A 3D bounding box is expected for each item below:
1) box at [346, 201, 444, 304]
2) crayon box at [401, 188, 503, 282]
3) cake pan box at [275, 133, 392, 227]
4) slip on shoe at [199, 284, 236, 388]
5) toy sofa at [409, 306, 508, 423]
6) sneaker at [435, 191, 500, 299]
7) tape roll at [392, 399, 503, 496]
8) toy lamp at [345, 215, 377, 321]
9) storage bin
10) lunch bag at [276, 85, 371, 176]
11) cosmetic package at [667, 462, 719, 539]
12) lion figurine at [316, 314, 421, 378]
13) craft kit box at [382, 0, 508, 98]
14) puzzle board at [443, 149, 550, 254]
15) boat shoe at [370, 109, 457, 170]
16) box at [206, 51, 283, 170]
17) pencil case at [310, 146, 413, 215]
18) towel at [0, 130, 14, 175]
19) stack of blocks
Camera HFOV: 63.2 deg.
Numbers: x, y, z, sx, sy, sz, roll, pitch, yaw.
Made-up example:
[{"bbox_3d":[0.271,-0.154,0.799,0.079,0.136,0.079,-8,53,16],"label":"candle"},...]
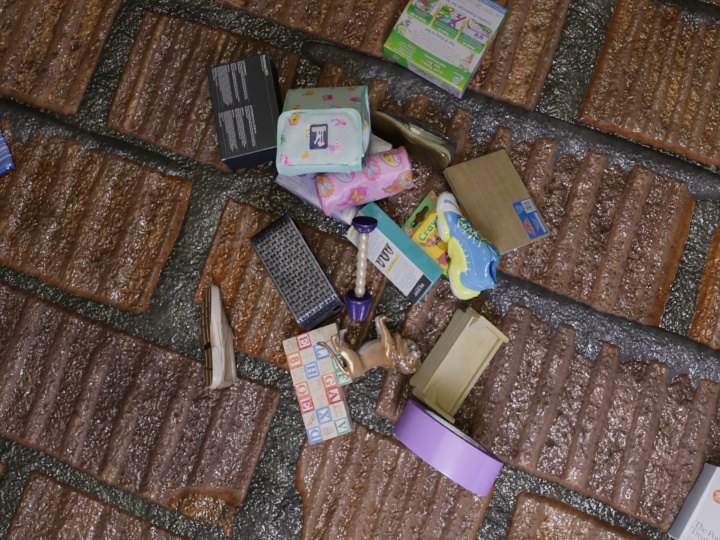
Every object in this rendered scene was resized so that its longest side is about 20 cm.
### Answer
[{"bbox_3d":[0.066,-0.035,1.154,0.200,0.083,0.049,45,50,9],"label":"box"},{"bbox_3d":[0.180,-0.058,1.168,0.199,0.051,0.128,40,88,9],"label":"crayon box"},{"bbox_3d":[-0.050,-0.214,1.209,0.196,0.052,0.188,28,88,8],"label":"cake pan box"},{"bbox_3d":[-0.282,0.132,1.182,0.059,0.075,0.207,3,71,-34],"label":"slip on shoe"},{"bbox_3d":[0.187,0.178,1.130,0.082,0.097,0.202,36,86,-16],"label":"toy sofa"},{"bbox_3d":[0.207,-0.054,1.090,0.102,0.075,0.207,-11,93,31],"label":"sneaker"},{"bbox_3d":[0.154,0.313,1.046,0.197,0.200,0.067,31,85,8],"label":"tape roll"},{"bbox_3d":[0.000,0.000,1.134,0.056,0.058,0.206,5,113,6],"label":"toy lamp"},{"bbox_3d":[-0.119,0.006,1.142,0.092,0.135,0.203,-31,81,-1],"label":"storage bin"},{"bbox_3d":[-0.066,-0.252,1.092,0.164,0.124,0.204,0,44,7],"label":"lunch bag"},{"bbox_3d":[0.685,0.475,1.055,0.197,0.052,0.153,33,84,8],"label":"cosmetic package"},{"bbox_3d":[0.020,0.161,1.122,0.194,0.072,0.126,-17,90,-18],"label":"lion figurine"},{"bbox_3d":[0.177,-0.500,1.230,0.197,0.049,0.201,31,84,8],"label":"craft kit box"},{"bbox_3d":[0.267,-0.133,1.157,0.147,0.017,0.205,-19,72,-17],"label":"puzzle board"},{"bbox_3d":[0.107,-0.276,1.199,0.198,0.074,0.065,35,61,16],"label":"boat shoe"},{"bbox_3d":[-0.232,-0.331,1.226,0.137,0.079,0.207,-12,81,6],"label":"box"},{"bbox_3d":[0.006,-0.173,1.136,0.194,0.087,0.090,-19,81,2],"label":"pencil case"},{"bbox_3d":[-0.866,-0.281,1.302,0.142,0.024,0.204,-29,81,0],"label":"towel"},{"bbox_3d":[-0.070,0.219,1.149,0.112,0.059,0.206,-17,81,2],"label":"stack of blocks"}]
